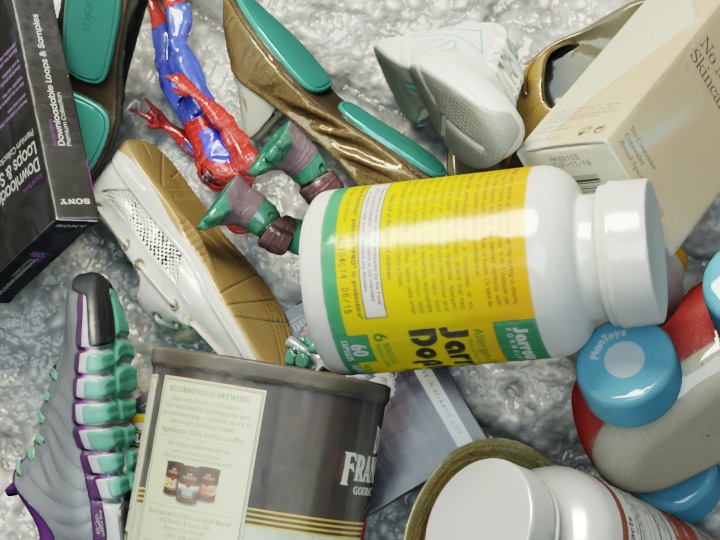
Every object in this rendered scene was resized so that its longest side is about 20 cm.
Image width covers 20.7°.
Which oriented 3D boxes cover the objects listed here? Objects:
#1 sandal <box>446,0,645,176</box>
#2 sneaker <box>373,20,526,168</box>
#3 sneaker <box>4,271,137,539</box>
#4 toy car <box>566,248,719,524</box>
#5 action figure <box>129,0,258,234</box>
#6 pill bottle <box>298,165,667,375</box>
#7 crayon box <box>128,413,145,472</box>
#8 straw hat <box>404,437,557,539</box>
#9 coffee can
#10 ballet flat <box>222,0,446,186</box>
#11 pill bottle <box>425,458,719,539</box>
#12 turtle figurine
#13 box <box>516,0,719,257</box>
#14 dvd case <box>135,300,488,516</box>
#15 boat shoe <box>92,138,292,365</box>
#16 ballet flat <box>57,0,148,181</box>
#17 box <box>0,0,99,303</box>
[{"bbox_3d":[0.138,-0.115,1.314,0.200,0.054,0.080,-37,83,0],"label":"sandal"},{"bbox_3d":[0.070,-0.125,1.259,0.080,0.200,0.071,-26,115,-5],"label":"sneaker"},{"bbox_3d":[-0.188,0.103,1.239,0.087,0.074,0.201,-7,83,11],"label":"sneaker"},{"bbox_3d":[0.189,0.025,1.263,0.177,0.184,0.200,-32,54,1],"label":"toy car"},{"bbox_3d":[-0.117,-0.115,1.331,0.052,0.065,0.200,-22,81,-32],"label":"action figure"},{"bbox_3d":[0.074,-0.001,1.150,0.199,0.113,0.113,-6,84,15],"label":"pill bottle"},{"bbox_3d":[-0.100,0.152,1.289,0.199,0.058,0.119,-1,84,6],"label":"crayon box"},{"bbox_3d":[0.068,0.204,1.269,0.085,0.201,0.202,-9,82,46],"label":"straw hat"},{"bbox_3d":[-0.069,0.156,1.182,0.146,0.146,0.201,9,86,5],"label":"coffee can"},{"bbox_3d":[-0.034,-0.099,1.329,0.200,0.068,0.072,41,108,3],"label":"ballet flat"},{"bbox_3d":[0.137,0.185,1.201,0.200,0.112,0.112,28,86,-37],"label":"pill bottle"},{"bbox_3d":[0.000,0.000,1.277,0.200,0.101,0.150,40,110,-8],"label":"turtle figurine"},{"bbox_3d":[0.195,-0.103,1.238,0.200,0.078,0.095,-50,118,-31],"label":"box"},{"bbox_3d":[-0.035,0.103,1.326,0.200,0.016,0.149,-31,82,2],"label":"dvd case"},{"bbox_3d":[-0.116,0.008,1.319,0.069,0.071,0.200,-41,72,18],"label":"boat shoe"},{"bbox_3d":[-0.176,-0.128,1.309,0.068,0.068,0.200,30,122,7],"label":"ballet flat"},{"bbox_3d":[-0.232,-0.096,1.287,0.036,0.143,0.201,-3,69,-36],"label":"box"}]
